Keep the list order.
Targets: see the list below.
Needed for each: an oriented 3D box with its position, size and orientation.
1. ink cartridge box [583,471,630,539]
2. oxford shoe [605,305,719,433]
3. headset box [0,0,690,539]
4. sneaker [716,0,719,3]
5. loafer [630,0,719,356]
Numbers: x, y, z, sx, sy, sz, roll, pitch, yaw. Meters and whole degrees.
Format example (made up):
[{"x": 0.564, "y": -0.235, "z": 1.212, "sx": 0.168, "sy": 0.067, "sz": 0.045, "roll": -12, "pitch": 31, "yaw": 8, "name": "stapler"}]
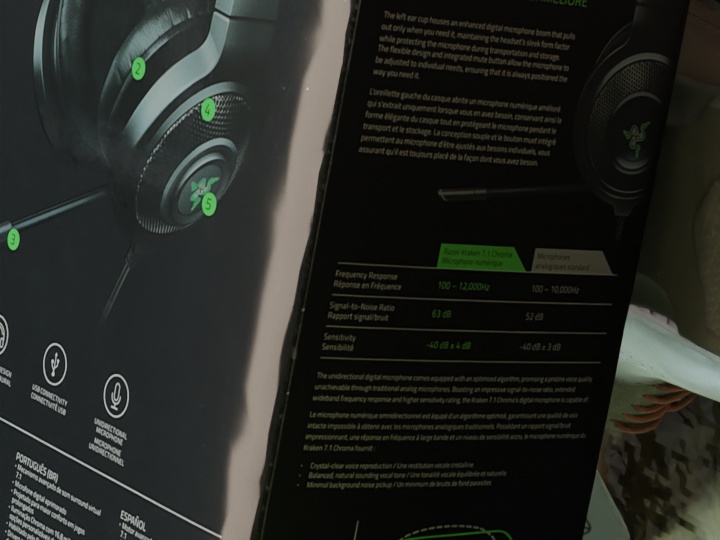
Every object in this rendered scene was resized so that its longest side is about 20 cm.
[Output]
[{"x": 0.000, "y": 0.000, "z": 0.768, "sx": 0.200, "sy": 0.050, "sz": 0.109, "roll": 61, "pitch": 176, "yaw": 9, "name": "ink cartridge box"}, {"x": 0.078, "y": 0.006, "z": 0.728, "sx": 0.200, "sy": 0.071, "sz": 0.074, "roll": -137, "pitch": 31, "yaw": -68, "name": "oxford shoe"}, {"x": -0.030, "y": -0.017, "z": 0.641, "sx": 0.174, "sy": 0.093, "sz": 0.201, "roll": 20, "pitch": 104, "yaw": 48, "name": "headset box"}, {"x": 0.095, "y": -0.127, "z": 0.693, "sx": 0.200, "sy": 0.072, "sz": 0.115, "roll": 144, "pitch": 133, "yaw": -66, "name": "sneaker"}, {"x": 0.071, "y": -0.027, "z": 0.648, "sx": 0.200, "sy": 0.063, "sz": 0.072, "roll": 35, "pitch": 121, "yaw": 48, "name": "loafer"}]
